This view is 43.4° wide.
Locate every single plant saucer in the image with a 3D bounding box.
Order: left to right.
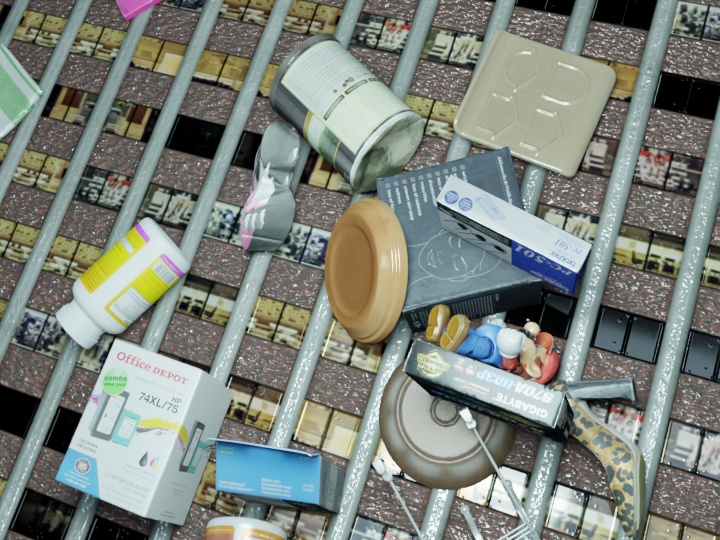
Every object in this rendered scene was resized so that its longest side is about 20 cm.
[{"bbox_3d":[0.000,0.000,1.261,0.037,0.200,0.204,1,66,-29],"label":"plant saucer"},{"bbox_3d":[0.119,0.196,1.247,0.196,0.037,0.205,-3,72,9],"label":"plant saucer"}]

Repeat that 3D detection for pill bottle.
[{"bbox_3d":[-0.360,0.023,1.364,0.200,0.104,0.104,-43,69,-5],"label":"pill bottle"},{"bbox_3d":[-0.162,0.432,1.166,0.110,0.113,0.204,2,62,12],"label":"pill bottle"}]

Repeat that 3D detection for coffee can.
[{"bbox_3d":[-0.022,-0.236,1.362,0.146,0.147,0.200,-43,69,-5],"label":"coffee can"}]

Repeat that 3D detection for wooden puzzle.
[{"bbox_3d":[0.262,-0.250,1.368,0.197,0.046,0.188,24,78,13],"label":"wooden puzzle"}]

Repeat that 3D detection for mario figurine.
[{"bbox_3d":[0.188,0.086,1.202,0.106,0.197,0.125,-47,36,33],"label":"mario figurine"}]

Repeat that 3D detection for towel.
[{"bbox_3d":[-0.659,-0.285,1.572,0.200,0.023,0.153,-43,70,-5],"label":"towel"}]

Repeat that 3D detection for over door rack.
[{"bbox_3d":[0.126,0.297,1.185,0.146,0.067,0.202,-30,89,0],"label":"over door rack"}]

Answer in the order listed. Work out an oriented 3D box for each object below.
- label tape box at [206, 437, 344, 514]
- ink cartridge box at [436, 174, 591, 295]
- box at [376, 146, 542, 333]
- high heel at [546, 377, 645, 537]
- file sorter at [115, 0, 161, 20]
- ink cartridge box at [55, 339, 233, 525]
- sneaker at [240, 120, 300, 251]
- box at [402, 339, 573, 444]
[{"bbox_3d":[-0.109,0.270,1.178,0.140,0.200,0.068,5,73,13],"label":"label tape box"},{"bbox_3d":[0.194,-0.045,1.154,0.198,0.094,0.045,28,78,18],"label":"ink cartridge box"},{"bbox_3d":[0.139,-0.041,1.276,0.193,0.124,0.204,-13,70,7],"label":"box"},{"bbox_3d":[0.298,0.245,1.190,0.140,0.071,0.205,-8,76,25],"label":"high heel"},{"bbox_3d":[-0.406,-0.574,1.565,0.137,0.126,0.202,-29,68,0],"label":"file sorter"},{"bbox_3d":[-0.293,0.226,1.259,0.144,0.146,0.203,16,75,15],"label":"ink cartridge box"},{"bbox_3d":[-0.135,-0.125,1.391,0.079,0.086,0.204,16,93,-12],"label":"sneaker"},{"bbox_3d":[0.165,0.154,1.138,0.197,0.159,0.047,18,79,21],"label":"box"}]
